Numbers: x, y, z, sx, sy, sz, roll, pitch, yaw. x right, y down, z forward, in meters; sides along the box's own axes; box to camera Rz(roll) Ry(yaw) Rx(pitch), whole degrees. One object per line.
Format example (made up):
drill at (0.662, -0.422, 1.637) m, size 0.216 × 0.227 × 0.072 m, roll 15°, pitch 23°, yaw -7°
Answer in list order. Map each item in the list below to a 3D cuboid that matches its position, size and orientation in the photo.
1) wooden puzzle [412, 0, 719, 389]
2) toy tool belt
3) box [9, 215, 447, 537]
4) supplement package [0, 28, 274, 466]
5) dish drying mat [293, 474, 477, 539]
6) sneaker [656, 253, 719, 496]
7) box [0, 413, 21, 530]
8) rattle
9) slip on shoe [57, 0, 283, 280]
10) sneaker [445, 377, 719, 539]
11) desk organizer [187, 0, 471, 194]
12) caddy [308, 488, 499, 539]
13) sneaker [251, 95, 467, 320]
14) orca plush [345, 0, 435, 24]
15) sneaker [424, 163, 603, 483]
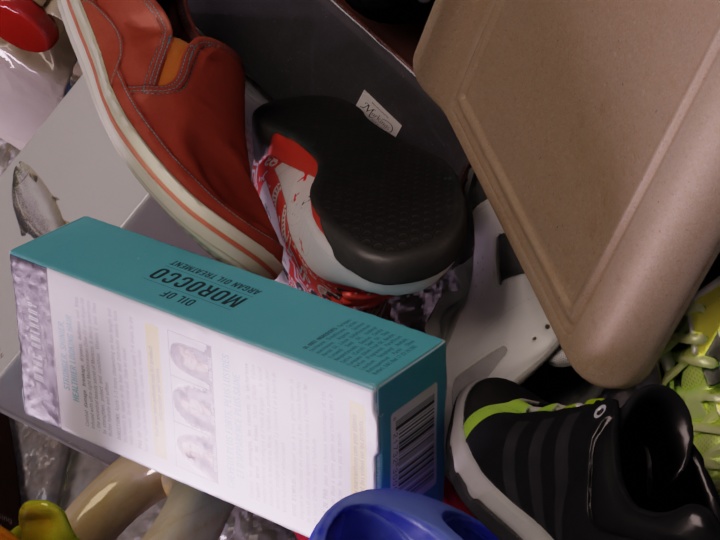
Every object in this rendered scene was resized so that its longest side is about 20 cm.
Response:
wooden puzzle at (0.096, -0.086, 0.686) m, size 0.201 × 0.037 × 0.186 m, roll 63°, pitch 141°, yaw 42°
toy tool belt at (-0.168, -0.150, 1.040) m, size 0.124 × 0.200 × 0.124 m, roll 25°, pitch 68°, yaw 4°
box at (-0.058, 0.045, 0.751) m, size 0.199 × 0.049 × 0.083 m, roll 19°, pitch 122°, yaw 33°
supplement package at (-0.114, -0.016, 0.937) m, size 0.200 × 0.117 × 0.117 m, roll -50°, pitch 44°, yaw 6°
dish drying mat at (0.028, 0.131, 0.742) m, size 0.077 × 0.018 × 0.200 m, roll -50°, pitch 59°, yaw 20°
sneaker at (0.137, 0.048, 0.682) m, size 0.075 × 0.076 × 0.202 m, roll -32°, pitch 39°, yaw 49°
box at (-0.304, 0.157, 0.965) m, size 0.200 × 0.166 × 0.165 m, roll -38°, pitch 45°, yaw 19°
rattle at (-0.111, 0.072, 0.829) m, size 0.200 × 0.143 × 0.130 m, roll -46°, pitch 5°, yaw -1°
slip on shoe at (-0.079, -0.076, 0.816) m, size 0.061 × 0.074 × 0.201 m, roll -35°, pitch 55°, yaw 11°
sneaker at (0.093, 0.075, 0.641) m, size 0.083 × 0.071 × 0.200 m, roll -65°, pitch 24°, yaw 15°
desk organizer at (-0.003, -0.117, 0.891) m, size 0.200 × 0.077 × 0.072 m, roll 44°, pitch 133°, yaw 17°
caddy at (0.041, 0.166, 0.623) m, size 0.105 × 0.141 × 0.201 m, roll -51°, pitch 50°, yaw 25°
sneaker at (0.001, 0.000, 0.796) m, size 0.067 × 0.109 × 0.201 m, roll -11°, pitch 24°, yaw -15°
orca plush at (0.057, -0.160, 0.884) m, size 0.104 × 0.072 × 0.200 m, roll -3°, pitch 29°, yaw 26°
sneaker at (0.083, 0.010, 0.776) m, size 0.088 × 0.074 × 0.202 m, roll 15°, pitch 86°, yaw 45°
